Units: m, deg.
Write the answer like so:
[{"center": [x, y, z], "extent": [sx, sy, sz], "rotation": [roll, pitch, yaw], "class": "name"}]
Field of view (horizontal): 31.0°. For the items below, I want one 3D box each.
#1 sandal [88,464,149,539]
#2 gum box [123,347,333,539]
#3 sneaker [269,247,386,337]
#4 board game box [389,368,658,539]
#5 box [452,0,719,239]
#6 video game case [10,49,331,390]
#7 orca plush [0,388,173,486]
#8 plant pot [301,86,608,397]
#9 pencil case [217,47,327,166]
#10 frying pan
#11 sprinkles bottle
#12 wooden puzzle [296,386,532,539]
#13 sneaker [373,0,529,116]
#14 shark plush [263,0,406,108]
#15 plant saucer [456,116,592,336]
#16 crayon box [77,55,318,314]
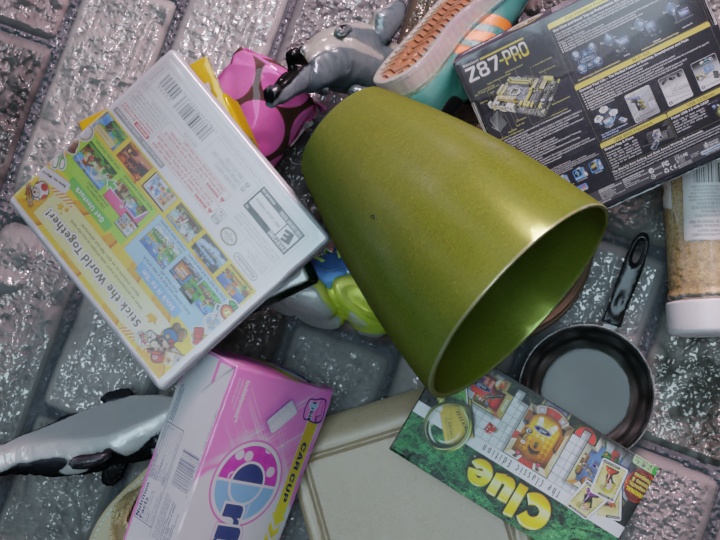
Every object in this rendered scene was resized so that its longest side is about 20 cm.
[{"center": [-0.182, 0.208, 1.117], "extent": [0.077, 0.070, 0.212], "rotation": [38, 91, 10], "class": "sandal"}, {"center": [-0.113, 0.173, 1.076], "extent": [0.066, 0.113, 0.202], "rotation": [21, 91, 45], "class": "gum box"}, {"center": [0.000, 0.000, 1.118], "extent": [0.198, 0.076, 0.106], "rotation": [17, 75, 2], "class": "sneaker"}, {"center": [0.134, 0.154, 1.065], "extent": [0.199, 0.023, 0.105], "rotation": [31, 91, 2], "class": "board game box"}, {"center": [0.193, -0.137, 1.023], "extent": [0.198, 0.049, 0.162], "rotation": [-25, 102, 13], "class": "box"}, {"center": [-0.152, -0.040, 1.031], "extent": [0.182, 0.023, 0.200], "rotation": [-41, 83, 5], "class": "video game case"}, {"center": [-0.238, 0.170, 1.130], "extent": [0.198, 0.105, 0.072], "rotation": [-23, 115, -3], "class": "orca plush"}, {"center": [0.052, -0.041, 0.986], "extent": [0.187, 0.187, 0.200], "rotation": [-47, 70, 2], "class": "plant pot"}, {"center": [-0.120, -0.093, 1.134], "extent": [0.093, 0.091, 0.201], "rotation": [35, 92, -18], "class": "pencil case"}, {"center": [0.189, 0.066, 1.097], "extent": [0.113, 0.031, 0.193], "rotation": [-1, 81, 6], "class": "frying pan"}, {"center": [0.284, -0.047, 1.076], "extent": [0.067, 0.068, 0.203], "rotation": [-2, 84, 8], "class": "sprinkles bottle"}, {"center": [0.045, 0.207, 1.106], "extent": [0.183, 0.037, 0.202], "rotation": [-17, 78, 7], "class": "wooden puzzle"}, {"center": [0.092, -0.186, 1.104], "extent": [0.200, 0.071, 0.080], "rotation": [-47, 119, -27], "class": "sneaker"}, {"center": [-0.004, -0.165, 1.071], "extent": [0.090, 0.200, 0.084], "rotation": [-33, 84, 27], "class": "shark plush"}, {"center": [0.105, -0.039, 1.088], "extent": [0.197, 0.029, 0.203], "rotation": [2, 74, -8], "class": "plant saucer"}, {"center": [-0.133, -0.055, 1.065], "extent": [0.125, 0.052, 0.202], "rotation": [-25, 85, 7], "class": "crayon box"}]
